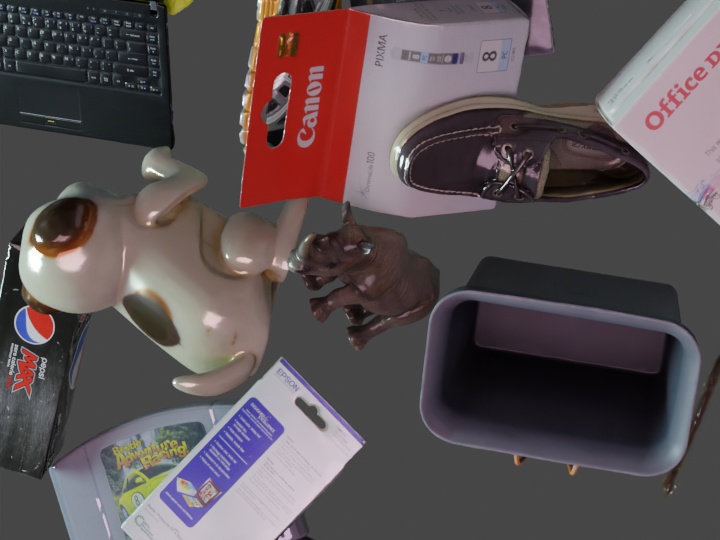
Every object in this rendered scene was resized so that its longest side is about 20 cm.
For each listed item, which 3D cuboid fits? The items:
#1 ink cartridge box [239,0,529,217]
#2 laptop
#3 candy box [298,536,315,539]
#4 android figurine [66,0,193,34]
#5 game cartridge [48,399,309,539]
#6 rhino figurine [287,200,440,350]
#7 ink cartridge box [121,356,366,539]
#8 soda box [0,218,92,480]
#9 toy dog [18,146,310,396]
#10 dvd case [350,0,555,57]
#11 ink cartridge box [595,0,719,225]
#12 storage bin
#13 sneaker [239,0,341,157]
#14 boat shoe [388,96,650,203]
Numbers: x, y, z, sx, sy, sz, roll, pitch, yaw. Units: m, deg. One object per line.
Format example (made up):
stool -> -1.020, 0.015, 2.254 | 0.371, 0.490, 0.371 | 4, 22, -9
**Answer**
ink cartridge box -> 0.018, -0.114, 1.610 | 0.199, 0.047, 0.161 | -8, 125, -26
laptop -> -0.241, -0.165, 1.645 | 0.177, 0.103, 0.201 | 10, 126, 13
candy box -> -0.025, 0.327, 1.812 | 0.136, 0.061, 0.201 | 14, 122, 51
android figurine -> -0.157, -0.273, 1.651 | 0.182, 0.041, 0.200 | 30, 112, -2
game cartridge -> -0.153, 0.180, 1.813 | 0.199, 0.041, 0.134 | -18, 87, 15
rhino figurine -> 0.000, 0.000, 1.663 | 0.087, 0.200, 0.060 | -29, 65, 11
ink cartridge box -> -0.090, 0.168, 1.759 | 0.099, 0.039, 0.200 | 46, 105, 6
soda box -> -0.262, 0.064, 1.789 | 0.071, 0.063, 0.201 | 17, 114, 3
toy dog -> -0.160, 0.003, 1.673 | 0.199, 0.194, 0.140 | 17, 151, -4
dvd case -> 0.057, -0.248, 1.633 | 0.148, 0.016, 0.201 | -6, 110, 13
ink cartridge box -> 0.289, -0.100, 1.564 | 0.200, 0.145, 0.147 | 42, 98, -7
storage bin -> 0.155, 0.068, 1.675 | 0.199, 0.134, 0.146 | 9, 113, 8
sneaker -> -0.045, -0.157, 1.652 | 0.077, 0.078, 0.201 | 10, 119, -2
boat shoe -> 0.121, -0.082, 1.614 | 0.199, 0.065, 0.072 | -2, 125, -23
